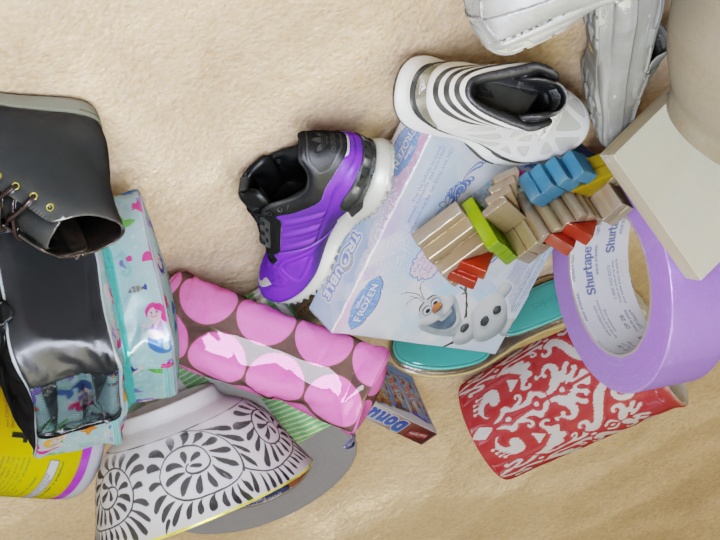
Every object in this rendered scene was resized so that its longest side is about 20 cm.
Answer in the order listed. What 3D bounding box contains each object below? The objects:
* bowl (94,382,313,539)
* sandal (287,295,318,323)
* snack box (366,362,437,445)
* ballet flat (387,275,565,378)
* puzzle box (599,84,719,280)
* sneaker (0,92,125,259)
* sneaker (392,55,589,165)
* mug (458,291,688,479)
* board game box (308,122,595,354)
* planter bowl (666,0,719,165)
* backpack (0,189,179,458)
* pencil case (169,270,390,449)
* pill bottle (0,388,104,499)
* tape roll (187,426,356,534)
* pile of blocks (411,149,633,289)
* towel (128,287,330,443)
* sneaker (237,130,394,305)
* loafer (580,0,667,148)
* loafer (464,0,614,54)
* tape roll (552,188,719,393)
[{"bbox_3d":[-0.147,0.153,1.512,0.199,0.095,0.201,-21,-178,1],"label":"bowl"},{"bbox_3d":[0.000,0.000,1.540,0.200,0.055,0.081,-39,146,21],"label":"sandal"},{"bbox_3d":[0.005,0.107,1.691,0.024,0.072,0.200,-35,147,17],"label":"snack box"},{"bbox_3d":[0.119,0.062,1.709,0.198,0.069,0.063,-16,162,-9],"label":"ballet flat"},{"bbox_3d":[0.300,-0.107,1.458,0.200,0.025,0.133,-43,108,-14],"label":"puzzle box"},{"bbox_3d":[-0.258,-0.063,1.226,0.198,0.107,0.075,-5,145,-27],"label":"sneaker"},{"bbox_3d":[0.130,-0.116,1.371,0.199,0.115,0.077,6,94,-42],"label":"sneaker"},{"bbox_3d":[0.218,0.126,1.810,0.199,0.134,0.177,-29,147,16],"label":"mug"},{"bbox_3d":[0.080,-0.032,1.498,0.198,0.043,0.201,9,116,-43],"label":"board game box"},{"bbox_3d":[0.310,-0.153,1.352,0.199,0.201,0.135,1,132,-34],"label":"planter bowl"},{"bbox_3d":[-0.214,0.041,1.349,0.149,0.179,0.201,-7,150,-15],"label":"backpack"},{"bbox_3d":[-0.079,0.070,1.494,0.094,0.198,0.092,-101,-146,-88],"label":"pencil case"},{"bbox_3d":[-0.317,0.133,1.487,0.199,0.105,0.104,10,136,-43],"label":"pill bottle"},{"bbox_3d":[-0.106,0.173,1.726,0.198,0.067,0.201,-17,149,-10],"label":"tape roll"},{"bbox_3d":[0.142,-0.041,1.431,0.199,0.062,0.082,-25,153,-10],"label":"pile of blocks"},{"bbox_3d":[-0.117,0.111,1.584,0.199,0.023,0.153,-30,113,18],"label":"towel"},{"bbox_3d":[-0.057,-0.049,1.428,0.099,0.070,0.200,12,141,-23],"label":"sneaker"},{"bbox_3d":[0.211,-0.168,1.411,0.069,0.070,0.201,-12,148,-2],"label":"loafer"},{"bbox_3d":[0.165,-0.225,1.280,0.199,0.070,0.070,-28,117,7],"label":"loafer"},{"bbox_3d":[0.242,0.002,1.564,0.065,0.201,0.201,-10,147,-22],"label":"tape roll"}]
